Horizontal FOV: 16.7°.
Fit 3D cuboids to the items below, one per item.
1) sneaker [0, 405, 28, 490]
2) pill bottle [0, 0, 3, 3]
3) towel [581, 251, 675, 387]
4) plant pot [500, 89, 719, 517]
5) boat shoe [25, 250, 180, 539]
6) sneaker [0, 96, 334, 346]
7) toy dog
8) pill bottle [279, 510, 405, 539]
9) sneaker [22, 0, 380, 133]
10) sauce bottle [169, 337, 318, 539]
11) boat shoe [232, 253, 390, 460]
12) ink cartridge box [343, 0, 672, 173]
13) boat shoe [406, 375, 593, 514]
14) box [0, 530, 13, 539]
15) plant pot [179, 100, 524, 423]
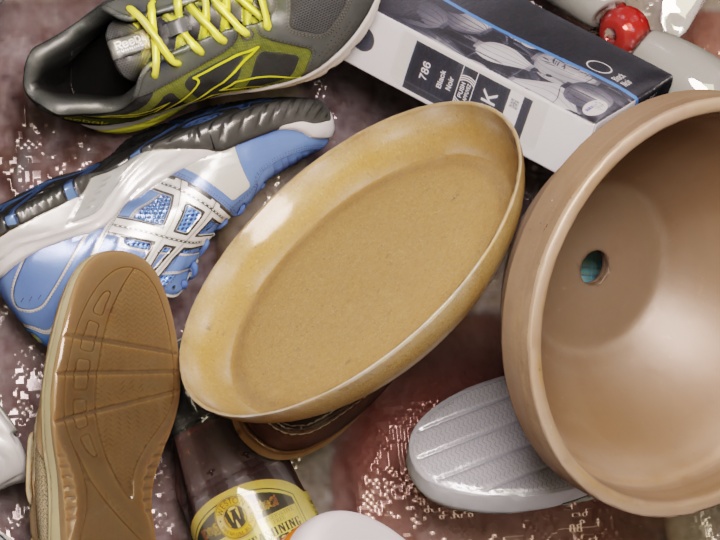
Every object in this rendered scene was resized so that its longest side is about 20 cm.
[{"bbox_3d":[-0.255,0.047,1.199,0.099,0.078,0.200,-39,86,-13],"label":"sneaker"},{"bbox_3d":[-0.244,-0.143,1.224,0.112,0.112,0.200,37,74,-2],"label":"pill bottle"},{"bbox_3d":[0.198,0.009,1.260,0.199,0.022,0.147,7,74,-9],"label":"towel"},{"bbox_3d":[0.135,0.007,1.166,0.200,0.093,0.202,-11,111,-30],"label":"plant pot"},{"bbox_3d":[-0.136,0.090,1.202,0.071,0.064,0.201,6,87,-34],"label":"boat shoe"},{"bbox_3d":[-0.100,-0.031,1.258,0.199,0.076,0.077,-27,101,-13],"label":"sneaker"},{"bbox_3d":[0.133,-0.159,1.317,0.096,0.132,0.201,-26,91,-47],"label":"toy dog"},{"bbox_3d":[-0.053,0.206,1.139,0.113,0.200,0.113,36,32,-27],"label":"pill bottle"},{"bbox_3d":[-0.080,-0.114,1.217,0.199,0.085,0.075,-24,87,25],"label":"sneaker"},{"bbox_3d":[-0.054,0.129,1.227,0.066,0.066,0.201,-27,83,-16],"label":"sauce bottle"},{"bbox_3d":[0.009,0.011,1.237,0.070,0.070,0.200,41,58,-2],"label":"boat shoe"},{"bbox_3d":[0.052,-0.116,1.255,0.199,0.039,0.099,28,31,19],"label":"ink cartridge box"},{"bbox_3d":[0.116,0.092,1.265,0.199,0.071,0.072,-10,61,-17],"label":"boat shoe"},{"bbox_3d":[-0.230,0.206,1.123,0.046,0.159,0.200,41,72,-3],"label":"box"},{"bbox_3d":[0.000,0.000,1.168,0.200,0.200,0.028,-51,119,-17],"label":"plant pot"}]
